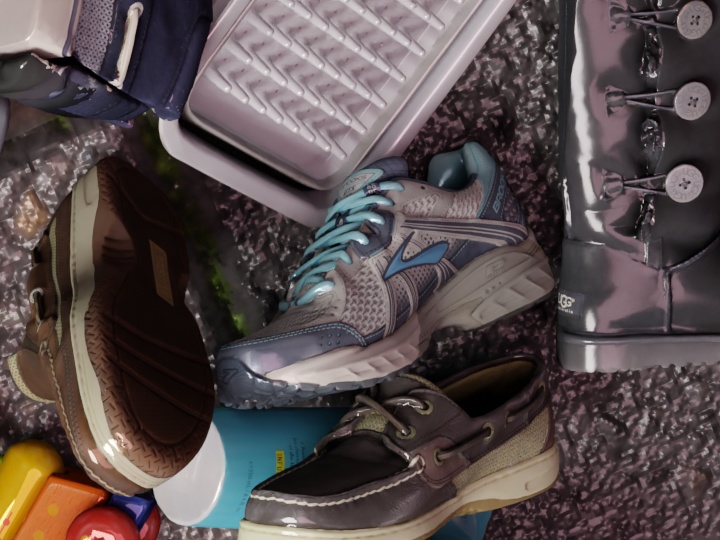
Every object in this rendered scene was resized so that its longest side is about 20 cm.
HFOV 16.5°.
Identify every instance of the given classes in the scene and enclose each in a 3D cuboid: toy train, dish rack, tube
[{"bbox_3d":[-0.145,0.096,1.132,0.115,0.085,0.201,30,94,1],"label":"toy train"},{"bbox_3d":[-0.003,-0.123,1.072,0.200,0.043,0.171,-54,149,6],"label":"dish rack"},{"bbox_3d":[-0.004,0.091,1.136,0.199,0.050,0.078,5,112,-44],"label":"tube"}]

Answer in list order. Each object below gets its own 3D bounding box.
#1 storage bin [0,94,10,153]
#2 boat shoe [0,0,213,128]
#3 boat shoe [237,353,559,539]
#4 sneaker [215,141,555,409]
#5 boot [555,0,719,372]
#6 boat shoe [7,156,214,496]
[{"bbox_3d":[-0.230,-0.056,1.013,0.134,0.200,0.146,13,103,-23],"label":"storage bin"},{"bbox_3d":[-0.101,-0.152,0.991,0.092,0.074,0.201,24,71,-45],"label":"boat shoe"},{"bbox_3d":[0.018,0.076,1.078,0.200,0.071,0.067,-11,104,-51],"label":"boat shoe"},{"bbox_3d":[0.000,0.000,1.096,0.200,0.077,0.087,-26,100,-47],"label":"sneaker"},{"bbox_3d":[0.164,-0.060,1.142,0.164,0.066,0.202,-5,101,-25],"label":"boot"},{"bbox_3d":[-0.111,0.036,1.054,0.075,0.203,0.075,-39,116,18],"label":"boat shoe"}]
